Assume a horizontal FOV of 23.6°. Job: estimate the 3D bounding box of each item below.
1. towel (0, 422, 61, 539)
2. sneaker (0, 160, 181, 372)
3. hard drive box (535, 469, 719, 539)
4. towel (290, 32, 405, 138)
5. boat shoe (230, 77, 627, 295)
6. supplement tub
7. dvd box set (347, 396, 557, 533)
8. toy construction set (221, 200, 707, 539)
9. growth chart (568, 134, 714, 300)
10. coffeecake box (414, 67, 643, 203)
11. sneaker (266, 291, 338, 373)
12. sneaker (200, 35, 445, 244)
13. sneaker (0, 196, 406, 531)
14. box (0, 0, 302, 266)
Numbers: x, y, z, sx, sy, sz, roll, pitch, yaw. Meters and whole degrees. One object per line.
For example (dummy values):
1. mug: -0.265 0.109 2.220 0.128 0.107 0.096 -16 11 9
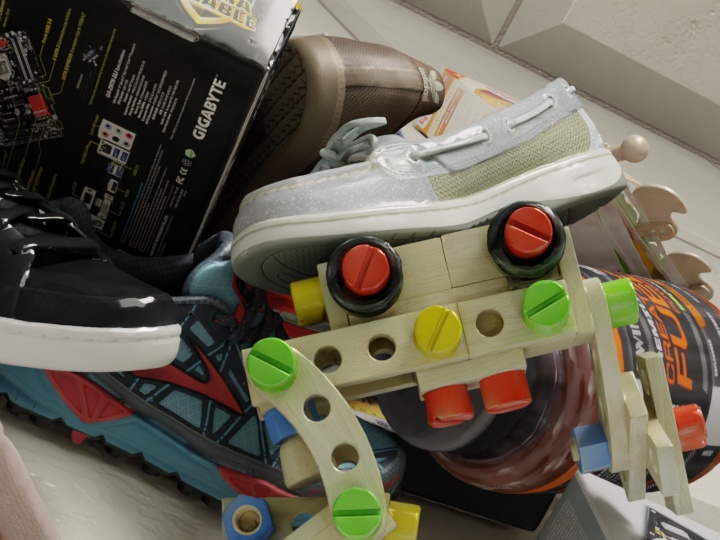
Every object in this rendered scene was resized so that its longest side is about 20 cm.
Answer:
1. towel: -0.128 0.029 0.478 0.200 0.032 0.192 42 -22 43
2. sneaker: -0.148 -0.035 0.624 0.198 0.113 0.073 13 8 26
3. hard drive box: 0.150 0.177 0.654 0.155 0.077 0.200 25 14 -13
4. towel: -0.036 -0.052 0.910 0.146 0.024 0.200 1 -33 25
5. boat shoe: 0.026 -0.037 0.713 0.201 0.074 0.065 -15 77 -36
6. supplement tub: 0.092 0.050 0.790 0.107 0.108 0.199 38 18 34
7. dvd box set: 0.004 0.055 0.892 0.145 0.030 0.200 21 16 -24
8. toy construction set: 0.038 0.051 0.642 0.198 0.132 0.092 -8 -17 -15
9. growth chart: 0.121 0.018 0.905 0.144 0.201 0.018 -5 38 29
10. coffeecake box: 0.171 -0.119 1.769 0.153 0.074 0.200 18 17 -35
11. sneaker: 0.000 0.000 0.808 0.077 0.086 0.199 23 29 28
12. sneaker: -0.030 -0.054 0.811 0.075 0.071 0.200 1 -11 -25
13. sneaker: -0.059 0.036 0.693 0.199 0.096 0.079 25 15 -18
14. box: -0.129 -0.065 0.713 0.159 0.201 0.050 26 48 -3
